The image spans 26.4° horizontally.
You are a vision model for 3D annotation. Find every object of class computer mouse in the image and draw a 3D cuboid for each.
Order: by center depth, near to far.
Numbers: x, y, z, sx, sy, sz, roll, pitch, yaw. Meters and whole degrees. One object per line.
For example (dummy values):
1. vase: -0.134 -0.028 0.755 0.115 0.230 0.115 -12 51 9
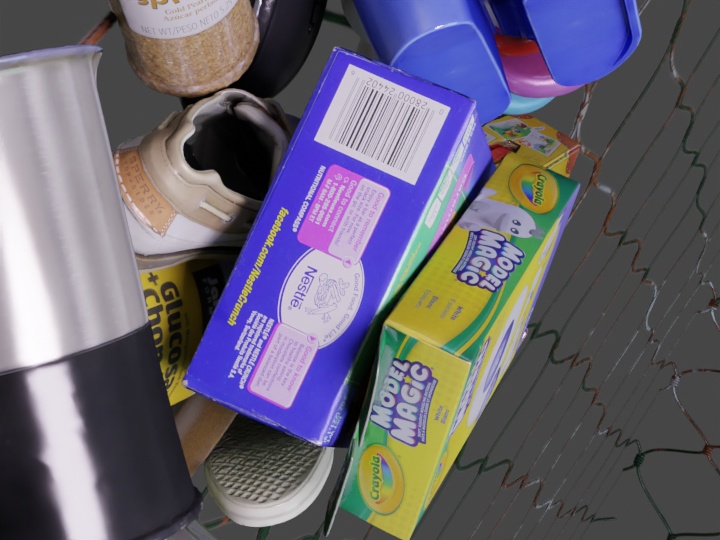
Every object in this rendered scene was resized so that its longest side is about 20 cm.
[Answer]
1. computer mouse: -0.043 -0.164 0.803 0.201 0.046 0.140 -61 162 5

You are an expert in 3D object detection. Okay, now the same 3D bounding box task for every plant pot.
1. plant pot: -0.090 0.057 0.931 0.200 0.027 0.200 -53 -168 16

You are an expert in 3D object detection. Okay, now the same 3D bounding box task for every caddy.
1. caddy: 0.063 -0.153 0.783 0.141 0.105 0.200 -20 166 9

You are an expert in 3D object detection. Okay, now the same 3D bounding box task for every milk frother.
1. milk frother: -0.135 0.023 0.539 0.180 0.200 0.189 -18 99 -36

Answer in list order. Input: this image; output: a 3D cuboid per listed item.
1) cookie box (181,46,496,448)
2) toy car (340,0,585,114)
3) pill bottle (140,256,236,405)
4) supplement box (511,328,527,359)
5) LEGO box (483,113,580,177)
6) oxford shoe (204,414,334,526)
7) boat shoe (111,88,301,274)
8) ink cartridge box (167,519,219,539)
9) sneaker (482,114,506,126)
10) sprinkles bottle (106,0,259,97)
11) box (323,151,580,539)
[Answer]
1. cookie box: 0.000 0.000 0.769 0.172 0.075 0.200 -65 170 -3
2. toy car: 0.088 -0.172 0.964 0.175 0.150 0.200 -53 160 -19
3. pill bottle: -0.130 0.022 0.760 0.200 0.112 0.112 -24 141 -60
4. supplement box: 0.005 0.039 0.980 0.103 0.131 0.200 -58 -168 -4
5. LEGO box: 0.090 -0.036 1.288 0.200 0.077 0.149 -31 146 -54
6. oxford shoe: -0.054 0.113 0.890 0.200 0.075 0.058 -128 -148 -76
7. boat shoe: -0.060 -0.048 0.747 0.068 0.075 0.200 -32 -179 27
8. ink cartridge box: -0.124 0.206 0.939 0.059 0.200 0.104 36 84 -31
9. sneaker: 0.096 -0.160 1.099 0.201 0.091 0.076 -61 160 0
10. sprinkles bottle: -0.089 -0.155 0.664 0.068 0.068 0.200 -53 161 -19
11. box: 0.043 0.038 0.736 0.200 0.048 0.118 -49 160 -50
